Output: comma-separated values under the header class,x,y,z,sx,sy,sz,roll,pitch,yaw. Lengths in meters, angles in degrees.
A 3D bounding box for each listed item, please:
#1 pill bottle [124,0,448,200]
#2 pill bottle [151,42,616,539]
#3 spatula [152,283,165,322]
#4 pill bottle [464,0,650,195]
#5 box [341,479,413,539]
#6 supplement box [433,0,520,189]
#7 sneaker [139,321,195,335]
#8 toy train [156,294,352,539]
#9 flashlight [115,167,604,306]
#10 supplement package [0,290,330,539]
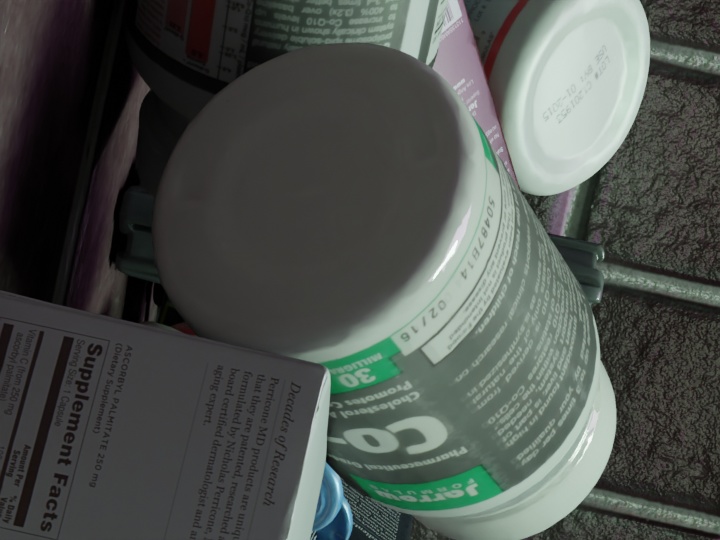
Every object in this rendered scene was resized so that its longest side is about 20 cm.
class,x,y,z,sx,sy,sz,roll,pitch,yaw
pill bottle,-0.023,-0.116,0.747,0.116,0.116,0.200,-75,177,-56
pill bottle,0.018,0.018,0.733,0.200,0.113,0.113,50,48,-55
spatula,-0.093,0.027,1.031,0.057,0.021,0.200,-85,-177,-51
pill bottle,0.033,-0.116,1.031,0.109,0.200,0.109,-27,129,-38
box,-0.053,0.180,1.250,0.148,0.104,0.200,-51,-173,17
supplement box,0.010,-0.054,0.957,0.061,0.109,0.200,-41,128,-32
sneaker,-0.079,0.063,0.848,0.200,0.075,0.105,131,-23,-78
toy train,-0.049,0.072,0.986,0.087,0.114,0.200,-47,160,-57
flashlight,0.000,0.000,0.893,0.068,0.200,0.068,-75,177,-56
supplement package,-0.083,0.129,0.640,0.156,0.111,0.200,96,8,-74
